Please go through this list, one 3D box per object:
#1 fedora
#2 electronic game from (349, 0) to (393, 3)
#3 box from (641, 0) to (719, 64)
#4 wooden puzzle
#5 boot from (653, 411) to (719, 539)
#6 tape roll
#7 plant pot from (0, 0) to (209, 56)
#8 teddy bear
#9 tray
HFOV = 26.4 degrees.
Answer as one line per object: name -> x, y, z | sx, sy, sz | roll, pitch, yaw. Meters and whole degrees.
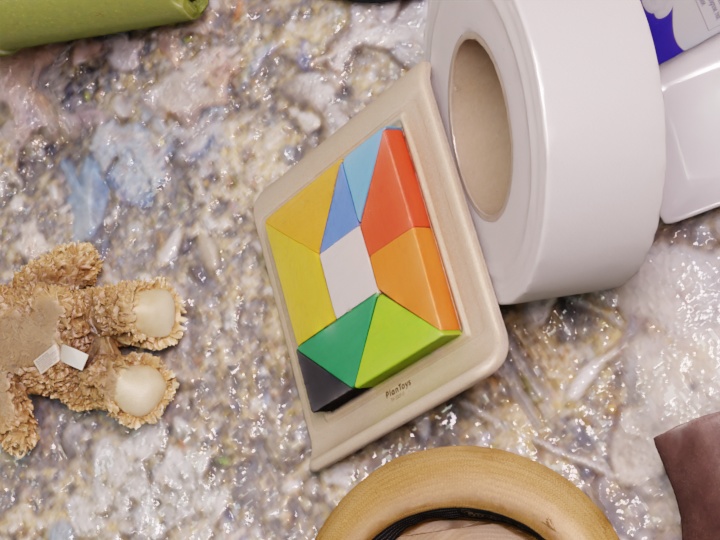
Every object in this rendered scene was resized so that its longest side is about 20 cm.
fedora -> 0.062, 0.198, 0.874 | 0.198, 0.082, 0.204 | -5, 74, 16
electronic game -> 0.021, -0.277, 1.037 | 0.197, 0.042, 0.203 | -6, 74, 21
box -> 0.208, -0.252, 0.906 | 0.198, 0.105, 0.186 | -27, 61, 14
wooden puzzle -> 0.000, 0.000, 0.933 | 0.184, 0.037, 0.203 | -35, 60, 44
boot -> 0.261, 0.141, 0.807 | 0.198, 0.072, 0.169 | -17, 74, 23
tape roll -> 0.097, -0.086, 0.866 | 0.070, 0.203, 0.205 | -9, 70, -14
plant pot -> -0.201, -0.236, 1.058 | 0.187, 0.200, 0.203 | 1, 76, 10
teddy bear -> -0.209, 0.050, 1.046 | 0.197, 0.067, 0.147 | -12, 81, 13
tray -> 0.258, -0.107, 0.903 | 0.198, 0.022, 0.109 | -21, 69, 17
